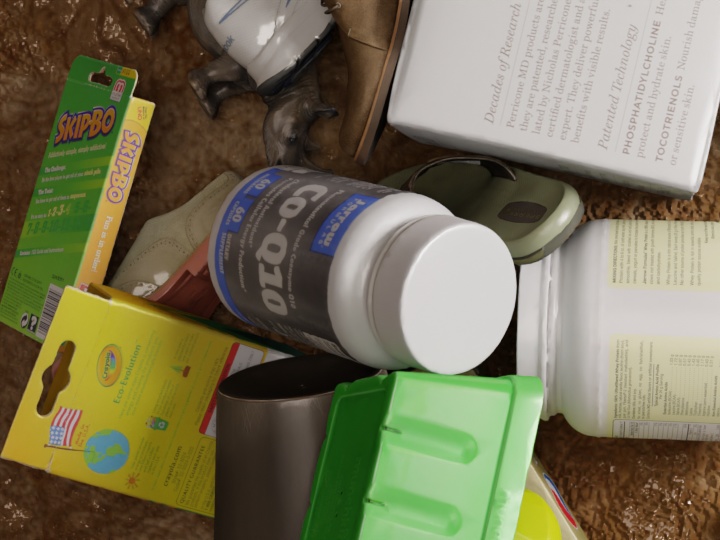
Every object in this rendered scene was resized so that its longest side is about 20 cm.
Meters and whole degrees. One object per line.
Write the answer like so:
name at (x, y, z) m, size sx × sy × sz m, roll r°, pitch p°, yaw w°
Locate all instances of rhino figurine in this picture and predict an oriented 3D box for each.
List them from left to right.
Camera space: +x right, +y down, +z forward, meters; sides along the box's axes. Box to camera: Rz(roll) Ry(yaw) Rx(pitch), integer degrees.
rhino figurine at (-0.080, -0.147, 1.350) m, size 0.087 × 0.060 × 0.200 m, roll -37°, pitch 89°, yaw -4°

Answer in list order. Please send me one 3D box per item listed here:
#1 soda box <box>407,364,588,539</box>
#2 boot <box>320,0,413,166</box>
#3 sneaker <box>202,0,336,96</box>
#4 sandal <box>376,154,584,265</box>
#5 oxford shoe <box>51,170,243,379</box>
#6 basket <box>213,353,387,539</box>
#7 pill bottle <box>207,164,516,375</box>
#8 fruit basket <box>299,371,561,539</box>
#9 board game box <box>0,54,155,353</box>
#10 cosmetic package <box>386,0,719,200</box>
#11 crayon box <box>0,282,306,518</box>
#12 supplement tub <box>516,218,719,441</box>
soda box at (0.094, 0.150, 1.326) m, size 0.068 × 0.064 × 0.200 m, roll -32°, pitch 85°, yaw 7°
boot at (0.001, -0.170, 1.254) m, size 0.075 × 0.074 × 0.201 m, roll 10°, pitch 95°, yaw 0°
sneaker at (-0.025, -0.213, 1.311) m, size 0.087 × 0.075 × 0.200 m, roll 41°, pitch 71°, yaw 2°
sandal at (0.067, -0.050, 1.283) m, size 0.057 × 0.201 × 0.080 m, roll 42°, pitch 68°, yaw -30°
oxford shoe at (-0.143, 0.010, 1.368) m, size 0.200 × 0.071 × 0.074 m, roll -36°, pitch 55°, yaw 11°
basket at (-0.028, 0.166, 1.284) m, size 0.180 × 0.136 × 0.201 m, roll -10°, pitch 101°, yaw -8°
pill bottle at (0.000, 0.000, 1.242) m, size 0.200 × 0.114 × 0.114 m, roll 16°, pitch 93°, yaw 50°
fruit basket at (0.067, 0.170, 1.195) m, size 0.215 × 0.155 × 0.216 m, roll 4°, pitch 80°, yaw -24°
board game box at (-0.199, -0.048, 1.357) m, size 0.095 × 0.030 × 0.201 m, roll 20°, pitch 97°, yaw 51°
cosmetic package at (0.140, -0.148, 1.265) m, size 0.199 × 0.167 × 0.167 m, roll 13°, pitch 92°, yaw 9°
crayon box at (-0.139, 0.089, 1.314) m, size 0.200 × 0.051 × 0.127 m, roll 21°, pitch 94°, yaw -29°
supplement tub at (0.206, 0.039, 1.268) m, size 0.199 × 0.145 × 0.146 m, roll 2°, pitch 91°, yaw 8°
